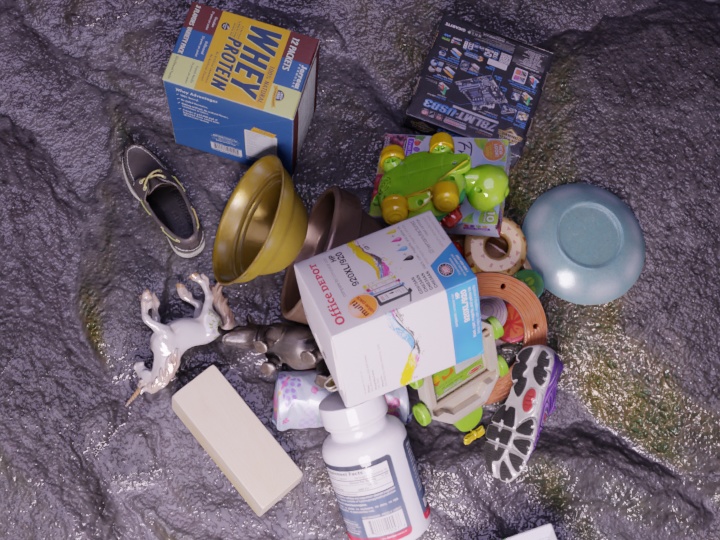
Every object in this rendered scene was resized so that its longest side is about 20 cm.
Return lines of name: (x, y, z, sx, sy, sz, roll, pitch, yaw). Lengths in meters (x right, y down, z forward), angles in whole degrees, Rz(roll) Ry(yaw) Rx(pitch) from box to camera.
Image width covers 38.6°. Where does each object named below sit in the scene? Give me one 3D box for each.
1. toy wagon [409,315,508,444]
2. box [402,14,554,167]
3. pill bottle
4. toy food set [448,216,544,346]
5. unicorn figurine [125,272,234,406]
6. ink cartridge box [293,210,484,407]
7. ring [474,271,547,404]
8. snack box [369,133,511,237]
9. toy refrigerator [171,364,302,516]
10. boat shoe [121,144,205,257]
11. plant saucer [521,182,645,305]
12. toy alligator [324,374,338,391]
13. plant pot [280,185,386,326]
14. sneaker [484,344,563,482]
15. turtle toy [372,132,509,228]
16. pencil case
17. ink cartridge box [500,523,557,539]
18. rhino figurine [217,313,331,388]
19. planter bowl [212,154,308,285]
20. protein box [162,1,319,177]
toy wagon: (0.138, 0.157, 1.447, 0.154, 0.202, 0.039, -28, 36, -21)
box: (0.190, -0.291, 1.656, 0.198, 0.050, 0.201, 20, 72, 2)
pill bottle: (0.014, 0.260, 1.379, 0.118, 0.120, 0.202, -19, 102, -11)
toy food set: (0.176, 0.024, 1.548, 0.198, 0.049, 0.200, -16, 74, -10)
unicorn figurine: (-0.267, 0.089, 1.475, 0.198, 0.074, 0.139, -22, 85, -17)
ink cartridge box: (0.037, 0.049, 1.327, 0.198, 0.146, 0.148, -21, 46, -9)
ring: (0.176, 0.098, 1.491, 0.198, 0.019, 0.203, -4, 107, -13)
snack box: (0.122, -0.131, 1.566, 0.197, 0.053, 0.144, 5, 71, 16)
toy refrigerator: (-0.174, 0.238, 1.439, 0.076, 0.070, 0.200, -37, 78, -22)
boat shoe: (-0.298, -0.115, 1.550, 0.071, 0.061, 0.202, -32, 77, -14)
plant saucer: (0.350, -0.048, 1.592, 0.198, 0.039, 0.204, 1, 72, -4)
toy alligator: (0.029, 0.119, 1.416, 0.199, 0.055, 0.059, -36, 52, -25)
plant pot: (0.000, 0.000, 1.484, 0.173, 0.200, 0.203, 20, 70, -16)
sneaker: (0.247, 0.210, 1.478, 0.080, 0.083, 0.202, 18, 82, 45)
turtle toy: (0.113, -0.115, 1.474, 0.197, 0.102, 0.147, -12, 45, 13)
pencil case: (-0.027, 0.183, 1.460, 0.197, 0.091, 0.084, 0, 49, -6)
ink cartridge box: (0.220, 0.464, 1.383, 0.144, 0.088, 0.202, -16, 72, -9)
rhino figurine: (-0.115, 0.105, 1.446, 0.198, 0.061, 0.087, 13, 26, 21)
planter bowl: (-0.133, -0.060, 1.504, 0.083, 0.200, 0.203, 22, 68, -28)
protein box: (-0.173, -0.264, 1.537, 0.196, 0.200, 0.136, 17, 70, 1)
